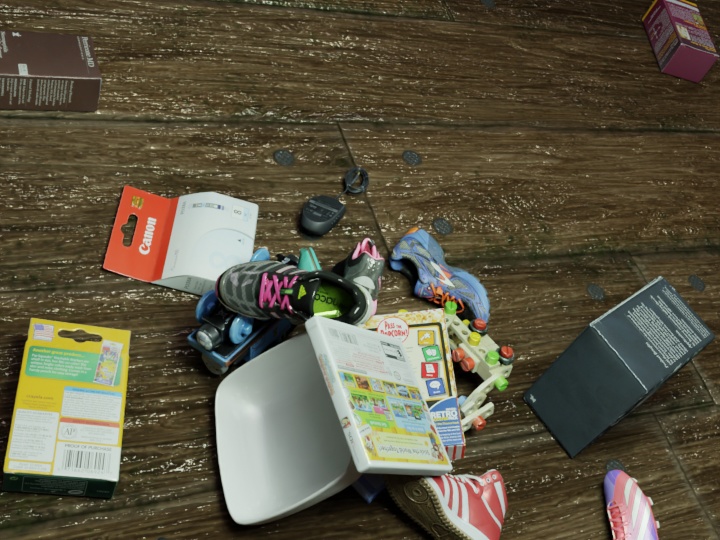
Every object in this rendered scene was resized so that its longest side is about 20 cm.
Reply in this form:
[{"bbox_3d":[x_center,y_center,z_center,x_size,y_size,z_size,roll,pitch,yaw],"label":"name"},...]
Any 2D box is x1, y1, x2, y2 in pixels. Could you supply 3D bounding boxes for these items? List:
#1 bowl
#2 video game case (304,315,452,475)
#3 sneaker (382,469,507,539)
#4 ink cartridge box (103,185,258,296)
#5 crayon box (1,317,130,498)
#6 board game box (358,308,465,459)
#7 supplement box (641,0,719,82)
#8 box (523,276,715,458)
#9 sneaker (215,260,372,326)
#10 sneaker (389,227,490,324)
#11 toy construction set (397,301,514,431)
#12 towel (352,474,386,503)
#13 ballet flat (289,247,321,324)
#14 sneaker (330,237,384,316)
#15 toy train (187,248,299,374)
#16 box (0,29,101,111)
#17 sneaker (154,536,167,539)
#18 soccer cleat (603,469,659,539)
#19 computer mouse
[{"bbox_3d":[-0.077,0.195,1.096,0.074,0.198,0.203,32,36,-48],"label":"bowl"},{"bbox_3d":[0.024,0.151,1.066,0.199,0.023,0.184,22,41,-56],"label":"video game case"},{"bbox_3d":[0.113,0.276,1.162,0.200,0.071,0.113,48,45,-14],"label":"sneaker"},{"bbox_3d":[-0.249,-0.049,1.288,0.196,0.047,0.162,16,49,-16],"label":"ink cartridge box"},{"bbox_3d":[-0.343,0.161,1.072,0.123,0.052,0.203,9,51,-18],"label":"crayon box"},{"bbox_3d":[0.051,0.153,1.202,0.148,0.047,0.203,-5,57,0],"label":"board game box"},{"bbox_3d":[0.755,-0.552,2.145,0.108,0.086,0.203,12,49,-17],"label":"supplement box"},{"bbox_3d":[0.376,0.141,1.327,0.195,0.201,0.125,-23,66,-37],"label":"box"},{"bbox_3d":[-0.078,0.028,1.093,0.196,0.087,0.075,11,83,-4],"label":"sneaker"},{"bbox_3d":[0.119,0.025,1.398,0.078,0.076,0.200,-32,63,-30],"label":"sneaker"},{"bbox_3d":[0.141,0.129,1.299,0.129,0.093,0.202,-14,60,-33],"label":"toy construction set"},{"bbox_3d":[-0.007,0.196,1.223,0.146,0.024,0.200,-30,71,-38],"label":"towel"},{"bbox_3d":[-0.052,0.070,1.169,0.069,0.067,0.203,-26,82,-4],"label":"ballet flat"},{"bbox_3d":[0.000,0.000,1.284,0.078,0.097,0.200,18,6,-10],"label":"sneaker"},{"bbox_3d":[-0.144,0.058,1.205,0.086,0.116,0.200,25,45,22],"label":"toy train"},{"bbox_3d":[-0.497,-0.298,1.356,0.197,0.075,0.101,-3,55,-30],"label":"box"},{"bbox_3d":[-0.289,0.322,0.954,0.197,0.071,0.084,-14,66,-30],"label":"sneaker"},{"bbox_3d":[0.370,0.370,1.237,0.075,0.067,0.203,-3,58,-21],"label":"soccer cleat"},{"bbox_3d":[-0.038,-0.110,1.456,0.058,0.035,0.200,23,40,17],"label":"computer mouse"}]
